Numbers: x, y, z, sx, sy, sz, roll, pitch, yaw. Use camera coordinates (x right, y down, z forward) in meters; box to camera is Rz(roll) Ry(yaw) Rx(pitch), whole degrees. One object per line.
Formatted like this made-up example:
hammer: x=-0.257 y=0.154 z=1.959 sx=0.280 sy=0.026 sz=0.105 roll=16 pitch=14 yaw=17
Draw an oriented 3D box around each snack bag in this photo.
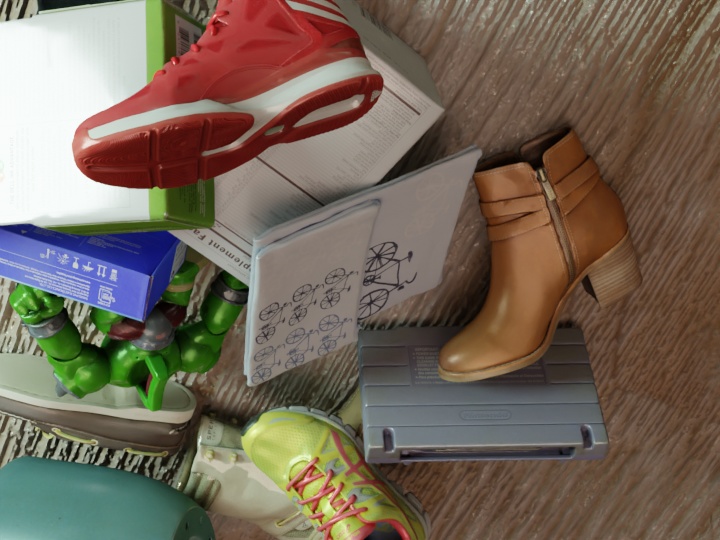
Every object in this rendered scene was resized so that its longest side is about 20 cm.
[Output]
snack bag: x=0.000 y=0.000 z=0.919 sx=0.200 sy=0.021 sz=0.189 roll=-24 pitch=151 yaw=-24

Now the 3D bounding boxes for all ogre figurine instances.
ogre figurine: x=-0.179 y=0.044 z=0.963 sx=0.200 sy=0.098 sz=0.120 roll=-26 pitch=138 yaw=-43

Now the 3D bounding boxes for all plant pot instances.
plant pot: x=-0.215 y=0.260 z=1.008 sx=0.161 sy=0.201 sz=0.201 roll=0 pitch=121 yaw=12

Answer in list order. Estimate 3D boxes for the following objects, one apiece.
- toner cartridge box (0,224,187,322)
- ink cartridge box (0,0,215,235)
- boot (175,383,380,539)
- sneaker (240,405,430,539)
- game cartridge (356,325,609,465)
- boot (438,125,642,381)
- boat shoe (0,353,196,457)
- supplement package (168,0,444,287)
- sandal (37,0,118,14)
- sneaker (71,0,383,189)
toner cartridge box: x=-0.237 y=-0.030 z=0.894 sx=0.200 sy=0.095 sz=0.043 roll=18 pitch=120 yaw=3
ink cartridge box: x=-0.209 y=-0.099 z=0.828 sx=0.200 sy=0.076 sz=0.148 roll=-3 pitch=86 yaw=18
boot: x=-0.068 y=0.155 z=1.058 sx=0.155 sy=0.072 sz=0.200 roll=22 pitch=115 yaw=-14
sneaker: x=-0.016 y=0.189 z=0.987 sx=0.200 sy=0.090 sz=0.078 roll=38 pitch=109 yaw=-14
game cartridge: x=0.099 y=0.103 z=1.009 sx=0.200 sy=0.130 sz=0.038 roll=0 pitch=134 yaw=-5
boot: x=0.123 y=-0.013 z=0.972 sx=0.200 sy=0.074 sz=0.155 roll=-33 pitch=113 yaw=-9
boat shoe: x=-0.245 y=0.118 z=1.021 sx=0.200 sy=0.072 sz=0.060 roll=11 pitch=115 yaw=-18
supplement package: x=-0.051 y=-0.099 z=0.890 sx=0.114 sy=0.110 sz=0.200 roll=36 pitch=110 yaw=-22
sandal: x=-0.204 y=-0.127 z=0.896 sx=0.075 sy=0.048 sz=0.201 roll=-8 pitch=119 yaw=-1
sneaker: x=-0.096 y=-0.128 z=0.758 sx=0.200 sy=0.116 sz=0.078 roll=-16 pitch=158 yaw=-20
